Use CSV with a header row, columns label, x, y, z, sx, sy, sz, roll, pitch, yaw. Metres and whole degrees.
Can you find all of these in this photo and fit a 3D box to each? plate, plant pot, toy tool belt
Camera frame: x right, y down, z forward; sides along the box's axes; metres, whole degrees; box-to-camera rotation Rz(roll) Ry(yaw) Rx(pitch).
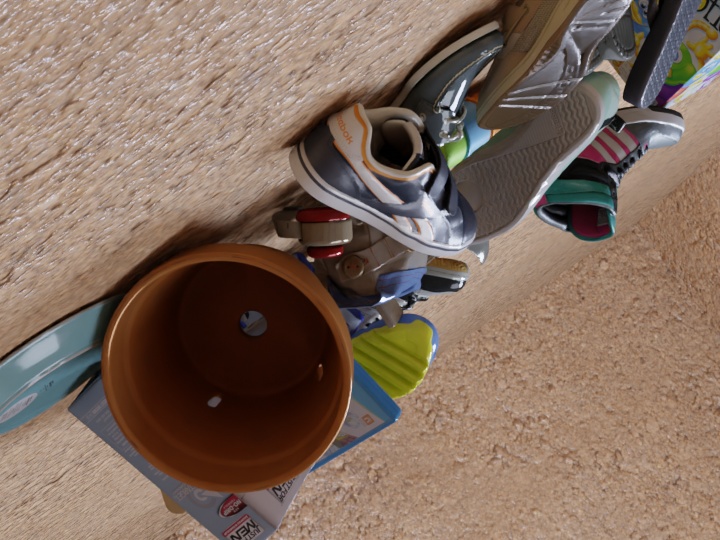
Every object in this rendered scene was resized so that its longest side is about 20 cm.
label,x,y,z,sx,sy,sz,roll,pitch,yaw
plate,-0.257,0.087,1.533,0.200,0.026,0.200,-37,173,-5
plant pot,-0.099,0.062,1.541,0.200,0.200,0.140,-39,-171,15
toy tool belt,0.000,0.000,1.661,0.124,0.123,0.200,-1,-174,20

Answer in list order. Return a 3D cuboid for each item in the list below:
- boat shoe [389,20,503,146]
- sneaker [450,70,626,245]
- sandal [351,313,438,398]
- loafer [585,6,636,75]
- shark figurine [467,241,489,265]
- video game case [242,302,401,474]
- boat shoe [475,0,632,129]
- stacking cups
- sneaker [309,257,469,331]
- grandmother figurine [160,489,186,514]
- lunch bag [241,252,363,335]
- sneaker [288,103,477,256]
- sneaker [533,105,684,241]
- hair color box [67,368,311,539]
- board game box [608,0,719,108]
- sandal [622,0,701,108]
label,x,y,z,sx,sy,sz,roll,pitch,yaw
boat shoe,0.063,-0.128,1.536,0.073,0.062,0.200,-28,169,-45
sneaker,0.151,-0.098,1.657,0.200,0.074,0.118,-41,177,28
sandal,0.011,0.092,1.828,0.200,0.079,0.087,-40,-170,45
loafer,0.185,-0.209,1.630,0.069,0.076,0.200,-3,-169,26
shark figurine,0.087,-0.029,1.960,0.214,0.090,0.128,-41,-148,-7
video game case,-0.078,0.120,1.680,0.200,0.143,0.018,-34,-166,37
boat shoe,0.146,-0.188,1.502,0.072,0.065,0.200,-7,150,-32
stacking cups,0.084,-0.126,1.697,0.200,0.061,0.061,-35,173,-46
sneaker,0.020,0.031,1.879,0.199,0.088,0.076,-6,172,31
grandmother figurine,-0.113,0.186,1.838,0.200,0.121,0.061,-37,145,-64
lunch bag,-0.123,0.094,1.812,0.200,0.124,0.170,-50,168,32
sneaker,0.040,-0.071,1.485,0.079,0.079,0.200,-41,143,26
sneaker,0.234,-0.090,1.809,0.199,0.121,0.084,-7,169,-25
hair color box,-0.143,0.142,1.630,0.061,0.200,0.099,-43,-170,38
board game box,0.332,-0.255,1.814,0.103,0.105,0.200,-30,169,-37
sandal,0.277,-0.244,1.695,0.076,0.043,0.201,-10,127,-65
